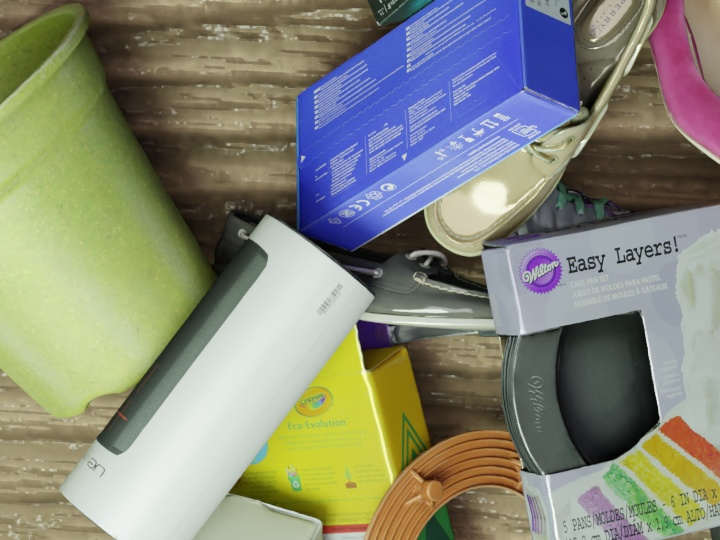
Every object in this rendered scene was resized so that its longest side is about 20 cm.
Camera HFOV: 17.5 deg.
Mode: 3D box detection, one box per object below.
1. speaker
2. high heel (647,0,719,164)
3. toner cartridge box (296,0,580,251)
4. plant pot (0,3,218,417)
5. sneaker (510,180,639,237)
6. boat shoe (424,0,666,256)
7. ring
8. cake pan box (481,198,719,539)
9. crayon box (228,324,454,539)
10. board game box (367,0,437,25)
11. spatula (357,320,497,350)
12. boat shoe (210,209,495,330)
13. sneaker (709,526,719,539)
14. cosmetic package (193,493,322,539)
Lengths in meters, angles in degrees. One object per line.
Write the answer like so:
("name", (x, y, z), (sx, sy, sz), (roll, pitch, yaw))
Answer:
("speaker", (-0.081, 0.070, 1.320), (0.081, 0.081, 0.200), (37, 87, -4))
("high heel", (0.211, -0.126, 1.333), (0.096, 0.067, 0.200), (-53, 53, 20))
("toner cartridge box", (0.039, -0.093, 1.311), (0.043, 0.095, 0.200), (20, 147, -33))
("plant pot", (-0.186, -0.022, 1.369), (0.200, 0.200, 0.184), (-34, 108, 10))
("sneaker", (0.112, -0.039, 1.383), (0.087, 0.074, 0.200), (-33, 96, 17))
("boat shoe", (0.101, -0.093, 1.311), (0.072, 0.065, 0.200), (37, 100, 0))
("ring", (0.077, 0.196, 1.400), (0.200, 0.019, 0.201), (0, 91, -38))
("cake pan box", (0.173, 0.057, 1.333), (0.199, 0.052, 0.185), (-10, 91, -15))
("crayon box", (-0.019, 0.122, 1.419), (0.127, 0.051, 0.200), (-6, 104, 33))
("board game box", (0.107, -0.198, 1.277), (0.200, 0.135, 0.028), (-35, 74, 53))
("spatula", (0.057, 0.034, 1.434), (0.199, 0.021, 0.057), (-7, 96, 3))
("boat shoe", (0.000, 0.000, 1.389), (0.200, 0.067, 0.057), (6, 92, 24))
("sneaker", (0.213, 0.102, 1.417), (0.082, 0.073, 0.201), (-4, 91, 9))
("cosmetic package", (-0.085, 0.239, 1.410), (0.103, 0.087, 0.200), (13, 126, 17))
